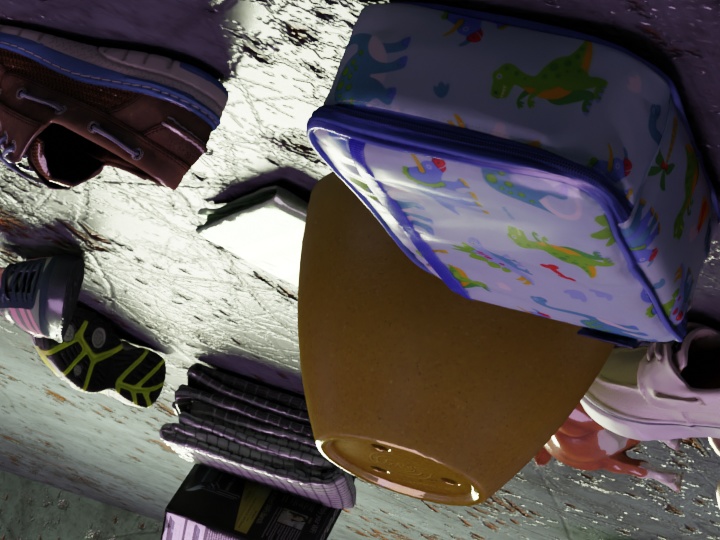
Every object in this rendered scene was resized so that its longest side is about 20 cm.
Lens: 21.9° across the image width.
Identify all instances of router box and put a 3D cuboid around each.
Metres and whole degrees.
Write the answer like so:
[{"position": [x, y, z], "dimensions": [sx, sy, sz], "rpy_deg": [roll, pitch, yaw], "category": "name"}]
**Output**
[{"position": [-0.103, 0.241, 1.968], "dimensions": [0.156, 0.053, 0.200], "rpy_deg": [18, -149, 9], "category": "router box"}]

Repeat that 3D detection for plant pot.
[{"position": [0.045, 0.050, 1.060], "dimensions": [0.198, 0.143, 0.200], "rpy_deg": [16, 160, 6], "category": "plant pot"}]

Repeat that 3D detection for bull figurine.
[{"position": [0.170, 0.106, 1.303], "dimensions": [0.120, 0.066, 0.200], "rpy_deg": [12, 167, 14], "category": "bull figurine"}]

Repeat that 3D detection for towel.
[{"position": [-0.094, 0.170, 1.879], "dimensions": [0.198, 0.086, 0.166], "rpy_deg": [17, 168, 8], "category": "towel"}, {"position": [0.000, 0.000, 1.228], "dimensions": [0.199, 0.024, 0.152], "rpy_deg": [28, 163, -21], "category": "towel"}]

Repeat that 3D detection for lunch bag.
[{"position": [0.073, -0.041, 0.851], "dimensions": [0.160, 0.083, 0.200], "rpy_deg": [17, 165, 25], "category": "lunch bag"}]

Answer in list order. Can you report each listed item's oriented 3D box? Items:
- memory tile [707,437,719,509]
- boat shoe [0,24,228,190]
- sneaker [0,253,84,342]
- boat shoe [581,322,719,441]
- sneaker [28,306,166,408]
[{"position": [0.294, 0.177, 1.192], "dimensions": [0.017, 0.202, 0.153], "rpy_deg": [-23, -163, -39], "category": "memory tile"}, {"position": [-0.168, -0.086, 1.026], "dimensions": [0.199, 0.073, 0.072], "rpy_deg": [10, 162, 37], "category": "boat shoe"}, {"position": [-0.285, 0.020, 1.598], "dimensions": [0.081, 0.071, 0.200], "rpy_deg": [19, 165, -9], "category": "sneaker"}, {"position": [0.203, 0.061, 1.107], "dimensions": [0.199, 0.071, 0.070], "rpy_deg": [10, 136, 49], "category": "boat shoe"}, {"position": [-0.272, 0.085, 1.819], "dimensions": [0.076, 0.076, 0.200], "rpy_deg": [11, 162, 30], "category": "sneaker"}]
